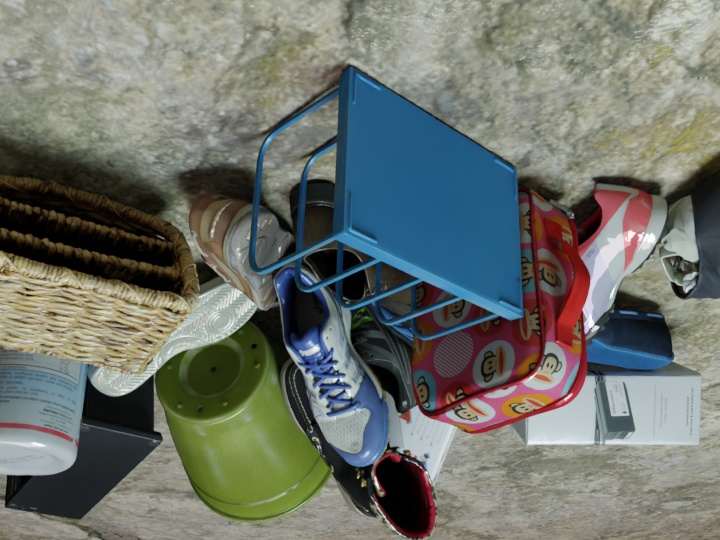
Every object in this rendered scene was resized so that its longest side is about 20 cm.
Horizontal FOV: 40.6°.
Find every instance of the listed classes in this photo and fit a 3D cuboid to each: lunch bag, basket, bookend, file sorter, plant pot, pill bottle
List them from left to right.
[{"bbox_3d":[-0.320,0.088,0.948,0.107,0.202,0.109,-1,152,0],"label":"pill bottle"},{"bbox_3d":[-0.242,-0.017,0.818,0.198,0.144,0.149,15,146,-23],"label":"basket"},{"bbox_3d":[-0.308,0.140,1.087,0.091,0.200,0.200,20,135,-33],"label":"bookend"},{"bbox_3d":[-0.136,0.151,1.092,0.198,0.202,0.194,-6,145,10],"label":"plant pot"},{"bbox_3d":[0.023,-0.040,0.792,0.199,0.140,0.122,23,148,-37],"label":"file sorter"},{"bbox_3d":[0.127,0.029,0.855,0.081,0.202,0.175,26,143,-33],"label":"lunch bag"}]

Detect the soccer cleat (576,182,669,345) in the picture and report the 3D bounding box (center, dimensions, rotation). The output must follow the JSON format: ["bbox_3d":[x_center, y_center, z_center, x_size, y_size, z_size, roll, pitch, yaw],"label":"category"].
[{"bbox_3d":[0.213,0.002,0.917,0.072,0.069,0.201,21,130,-3],"label":"soccer cleat"}]

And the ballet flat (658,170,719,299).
[{"bbox_3d":[0.310,-0.025,0.898,0.072,0.074,0.200,-8,153,13],"label":"ballet flat"}]

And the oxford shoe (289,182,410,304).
[{"bbox_3d":[0.000,0.000,0.919,0.072,0.085,0.199,-21,147,31],"label":"oxford shoe"}]

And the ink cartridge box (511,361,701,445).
[{"bbox_3d":[0.277,0.150,1.142,0.197,0.085,0.145,0,-177,-1],"label":"ink cartridge box"}]

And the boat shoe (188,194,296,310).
[{"bbox_3d":[-0.108,-0.021,0.902,0.071,0.076,0.200,25,164,12],"label":"boat shoe"}]

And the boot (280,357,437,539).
[{"bbox_3d":[-0.001,0.177,0.981,0.073,0.202,0.150,-28,-168,-18],"label":"boot"}]

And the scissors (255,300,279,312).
[{"bbox_3d":[-0.135,0.043,1.067,0.198,0.014,0.073,-18,146,31],"label":"scissors"}]

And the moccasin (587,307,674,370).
[{"bbox_3d":[0.248,0.058,1.053,0.198,0.069,0.080,17,155,-27],"label":"moccasin"}]

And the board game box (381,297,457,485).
[{"bbox_3d":[0.047,0.141,1.052,0.125,0.035,0.202,26,117,16],"label":"board game box"}]

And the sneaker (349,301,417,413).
[{"bbox_3d":[-0.009,0.067,0.979,0.199,0.083,0.071,37,154,13],"label":"sneaker"}]

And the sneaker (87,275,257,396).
[{"bbox_3d":[-0.198,0.043,1.007,0.199,0.085,0.075,-29,135,-6],"label":"sneaker"}]

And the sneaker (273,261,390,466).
[{"bbox_3d":[-0.037,0.087,0.905,0.075,0.202,0.088,-26,165,17],"label":"sneaker"}]
